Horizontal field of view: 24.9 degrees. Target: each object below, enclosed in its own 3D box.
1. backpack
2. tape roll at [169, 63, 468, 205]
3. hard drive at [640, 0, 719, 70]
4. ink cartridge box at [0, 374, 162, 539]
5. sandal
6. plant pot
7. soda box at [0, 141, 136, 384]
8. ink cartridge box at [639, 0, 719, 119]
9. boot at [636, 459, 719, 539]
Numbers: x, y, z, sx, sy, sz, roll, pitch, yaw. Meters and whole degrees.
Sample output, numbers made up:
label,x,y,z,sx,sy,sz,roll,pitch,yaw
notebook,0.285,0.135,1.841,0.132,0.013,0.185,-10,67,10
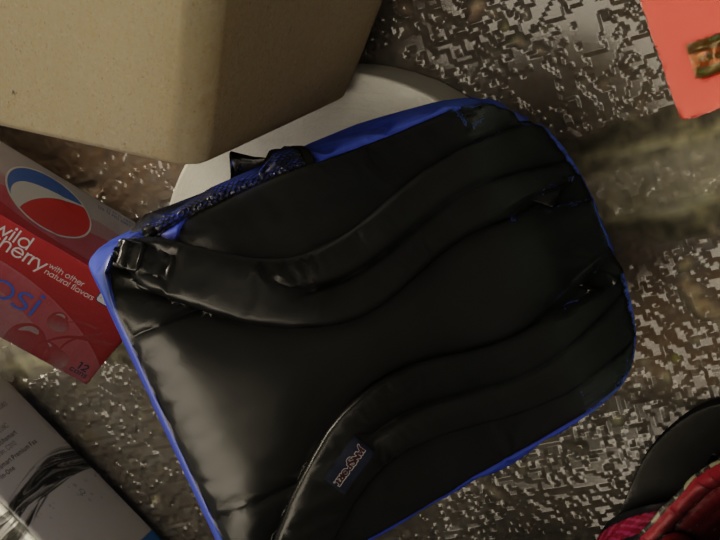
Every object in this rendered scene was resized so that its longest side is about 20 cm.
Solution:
label,x,y,z,sx,sy,sz,roll,pitch,yaw
backpack,0.001,0.013,0.700,0.200,0.168,0.163,-26,100,-9
tape roll,0.000,0.000,0.802,0.202,0.037,0.203,5,106,19
hard drive,0.135,-0.206,0.704,0.132,0.025,0.200,-39,89,23
ink cartridge box,-0.208,0.157,0.890,0.200,0.084,0.146,46,116,2
sandal,0.140,0.147,0.788,0.075,0.045,0.200,37,113,6
plant pot,-0.089,-0.155,0.698,0.199,0.200,0.178,14,115,25
soda box,-0.199,-0.029,0.802,0.200,0.070,0.063,32,115,-22
ink cartridge box,0.169,-0.178,0.661,0.162,0.057,0.201,-18,93,22
boot,0.168,0.188,0.746,0.154,0.074,0.204,31,108,-19
